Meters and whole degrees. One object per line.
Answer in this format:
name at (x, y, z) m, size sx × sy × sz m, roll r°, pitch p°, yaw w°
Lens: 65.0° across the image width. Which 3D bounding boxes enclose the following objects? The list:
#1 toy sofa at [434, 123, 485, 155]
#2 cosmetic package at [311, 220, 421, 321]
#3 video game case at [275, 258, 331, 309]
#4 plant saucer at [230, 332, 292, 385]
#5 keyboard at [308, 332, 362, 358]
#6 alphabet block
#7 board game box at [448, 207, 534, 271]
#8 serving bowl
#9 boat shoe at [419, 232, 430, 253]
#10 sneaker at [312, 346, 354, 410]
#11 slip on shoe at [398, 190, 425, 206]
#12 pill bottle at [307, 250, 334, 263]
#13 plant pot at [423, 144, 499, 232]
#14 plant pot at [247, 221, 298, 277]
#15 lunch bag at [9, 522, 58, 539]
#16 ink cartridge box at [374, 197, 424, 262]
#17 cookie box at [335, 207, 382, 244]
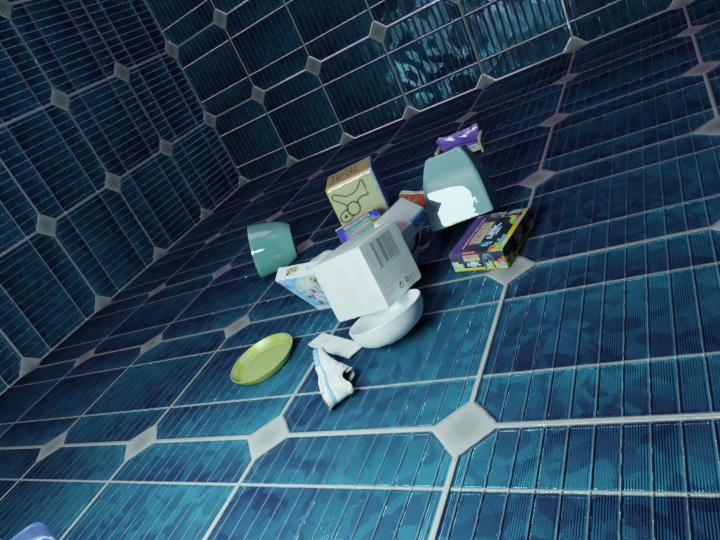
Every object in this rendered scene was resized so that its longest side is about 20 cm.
toy sofa at (0.395, -0.499, 2.259) m, size 0.195 × 0.100 × 0.083 m, roll -16°, pitch 24°, yaw 27°
cosmetic package at (0.015, 0.004, 1.445) m, size 0.197 × 0.168 × 0.164 m, roll -20°, pitch 12°, yaw 48°
video game case at (-0.111, 0.044, 1.599) m, size 0.177 × 0.199 × 0.047 m, roll -11°, pitch 57°, yaw 37°
plant saucer at (-0.268, 0.251, 1.566) m, size 0.195 × 0.032 × 0.201 m, roll -24°, pitch 23°, yaw 11°
keyboard at (-0.066, 0.193, 1.471) m, size 0.056 × 0.011 × 0.197 m, roll -41°, pitch 25°, yaw -26°
alphabet block at (-0.008, -0.295, 2.192) m, size 0.195 × 0.200 × 0.198 m, roll -23°, pitch 21°, yaw 10°
board game box at (0.347, -0.082, 1.490) m, size 0.162 × 0.058 × 0.200 m, roll -5°, pitch 33°, yaw 43°
serving bowl at (0.072, 0.125, 1.349) m, size 0.196 × 0.067 × 0.200 m, roll -31°, pitch 9°, yaw 5°
boat shoe at (0.144, -0.102, 1.764) m, size 0.069 × 0.068 × 0.199 m, roll -34°, pitch 23°, yaw -15°
sneaker at (-0.058, 0.237, 1.306) m, size 0.084 × 0.077 × 0.201 m, roll -22°, pitch 30°, yaw -4°
slip on shoe at (0.208, -0.244, 2.005) m, size 0.197 × 0.073 × 0.063 m, roll 10°, pitch 77°, yaw 48°
pill bottle at (-0.107, 0.008, 1.723) m, size 0.198 × 0.113 × 0.113 m, roll -29°, pitch 17°, yaw 39°
plant pot at (0.285, -0.258, 1.685) m, size 0.191 × 0.206 × 0.195 m, roll -18°, pitch 7°, yaw 23°
plant pot at (-0.327, -0.093, 2.164) m, size 0.156 × 0.207 × 0.202 m, roll -14°, pitch 22°, yaw -1°
lunch bag at (-0.599, 0.581, 1.044) m, size 0.130 × 0.205 × 0.135 m, roll 3°, pitch 31°, yaw 47°
ink cartridge box at (0.102, -0.071, 1.565) m, size 0.082 × 0.204 × 0.145 m, roll 25°, pitch 48°, yaw 22°
cookie box at (0.013, -0.127, 1.963) m, size 0.168 × 0.077 × 0.200 m, roll -31°, pitch 22°, yaw -2°
